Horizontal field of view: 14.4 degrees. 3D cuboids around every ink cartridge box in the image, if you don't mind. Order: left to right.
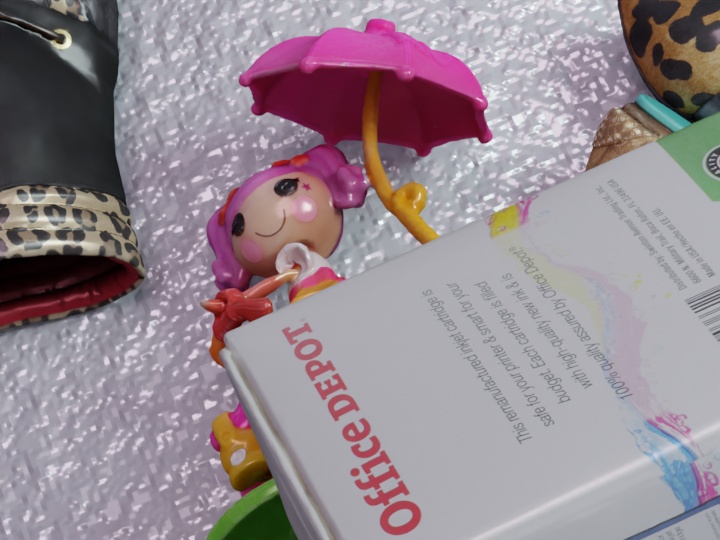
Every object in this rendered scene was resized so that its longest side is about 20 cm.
[{"bbox_3d":[0.075,0.046,0.859,0.199,0.088,0.145,-23,35,-8],"label":"ink cartridge box"}]

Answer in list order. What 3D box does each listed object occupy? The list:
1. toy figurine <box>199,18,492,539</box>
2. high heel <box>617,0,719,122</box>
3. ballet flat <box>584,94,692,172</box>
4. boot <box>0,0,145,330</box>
[{"bbox_3d":[0.000,0.000,1.030,0.200,0.150,0.185,-39,48,16],"label":"toy figurine"},{"bbox_3d":[0.198,-0.124,1.067,0.142,0.071,0.200,36,83,16],"label":"high heel"},{"bbox_3d":[0.159,0.013,1.023,0.200,0.070,0.065,37,102,25],"label":"ballet flat"},{"bbox_3d":[-0.179,-0.053,1.077,0.199,0.073,0.151,-5,64,-18],"label":"boot"}]
